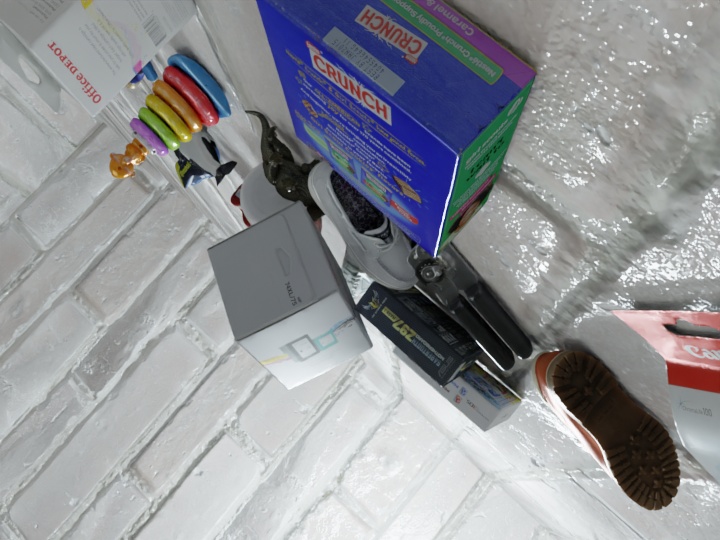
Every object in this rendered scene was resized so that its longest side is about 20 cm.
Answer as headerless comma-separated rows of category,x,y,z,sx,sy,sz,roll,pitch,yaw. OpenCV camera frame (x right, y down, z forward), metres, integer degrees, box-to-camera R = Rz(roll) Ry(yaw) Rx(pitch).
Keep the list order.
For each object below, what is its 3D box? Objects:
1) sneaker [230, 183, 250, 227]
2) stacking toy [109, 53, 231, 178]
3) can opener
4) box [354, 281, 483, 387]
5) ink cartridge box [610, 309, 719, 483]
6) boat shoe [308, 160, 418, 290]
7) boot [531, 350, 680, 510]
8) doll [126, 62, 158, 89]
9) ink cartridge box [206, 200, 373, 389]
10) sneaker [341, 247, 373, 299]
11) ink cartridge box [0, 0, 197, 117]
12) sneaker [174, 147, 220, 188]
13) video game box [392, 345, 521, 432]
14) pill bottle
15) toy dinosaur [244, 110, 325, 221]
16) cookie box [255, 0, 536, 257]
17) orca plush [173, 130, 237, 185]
sneaker,-0.201,-0.116,1.463,0.115,0.078,0.200,40,-173,-38
stacking toy,-0.297,-0.212,1.003,0.116,0.201,0.109,45,170,-26
can opener,0.129,0.029,0.798,0.200,0.053,0.067,47,-158,-20
box,0.089,0.082,0.948,0.157,0.051,0.200,41,-170,15
ink cartridge box,0.279,0.111,0.485,0.199,0.047,0.160,43,171,-7
boat shoe,0.015,-0.053,0.833,0.202,0.072,0.068,56,166,-18
boot,0.264,0.166,0.739,0.201,0.075,0.107,52,173,-2
doll,-0.395,-0.373,1.172,0.138,0.048,0.199,55,162,-12
ink cartridge box,-0.090,0.040,0.923,0.201,0.144,0.149,62,-178,-60
sneaker,0.000,0.000,1.065,0.070,0.080,0.201,41,169,16
ink cartridge box,-0.302,-0.282,0.726,0.125,0.201,0.129,38,169,19
sneaker,-0.345,-0.242,1.492,0.199,0.081,0.075,-12,99,58
video game box,0.157,0.169,1.064,0.181,0.047,0.199,37,-171,22
pill bottle,-0.119,-0.085,1.081,0.112,0.112,0.200,40,170,14
toy dinosaur,-0.101,-0.132,0.925,0.199,0.077,0.103,39,159,7
cookie box,0.022,-0.115,0.489,0.171,0.075,0.200,42,171,12
orca plush,-0.311,-0.257,1.358,0.198,0.071,0.107,33,123,27
